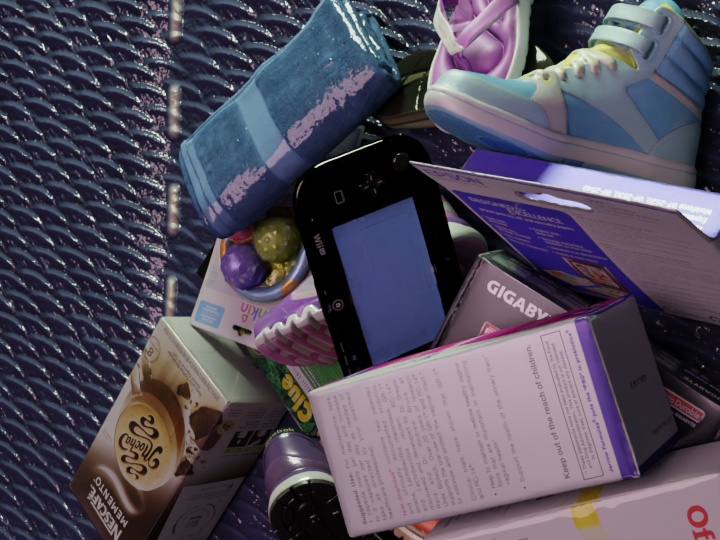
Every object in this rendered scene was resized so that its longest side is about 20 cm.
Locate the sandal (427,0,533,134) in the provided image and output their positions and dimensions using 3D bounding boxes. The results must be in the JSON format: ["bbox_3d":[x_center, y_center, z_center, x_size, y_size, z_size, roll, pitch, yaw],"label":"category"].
[{"bbox_3d":[0.082,-0.187,1.035,0.082,0.050,0.203,-10,55,43],"label":"sandal"}]

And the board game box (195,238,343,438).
[{"bbox_3d":[-0.063,0.033,1.223,0.105,0.023,0.200,-53,55,24],"label":"board game box"}]

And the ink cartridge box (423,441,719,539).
[{"bbox_3d":[0.161,0.202,0.914,0.200,0.083,0.146,-17,95,25],"label":"ink cartridge box"}]

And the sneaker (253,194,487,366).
[{"bbox_3d":[0.000,0.000,1.122,0.200,0.080,0.089,-32,57,17],"label":"sneaker"}]

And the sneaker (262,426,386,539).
[{"bbox_3d":[-0.015,0.196,1.101,0.076,0.200,0.088,-24,37,0],"label":"sneaker"}]

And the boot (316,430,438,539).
[{"bbox_3d":[0.054,0.137,1.081,0.200,0.075,0.107,44,111,36],"label":"boot"}]

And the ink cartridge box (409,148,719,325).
[{"bbox_3d":[0.161,-0.026,0.906,0.198,0.200,0.043,15,77,42],"label":"ink cartridge box"}]

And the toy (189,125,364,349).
[{"bbox_3d":[-0.079,-0.039,1.198,0.115,0.047,0.200,18,86,36],"label":"toy"}]

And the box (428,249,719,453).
[{"bbox_3d":[0.134,0.104,0.986,0.200,0.046,0.159,33,110,19],"label":"box"}]

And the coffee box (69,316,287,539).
[{"bbox_3d":[-0.160,0.152,1.267,0.113,0.080,0.200,47,118,33],"label":"coffee box"}]

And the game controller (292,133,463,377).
[{"bbox_3d":[0.019,0.006,1.027,0.042,0.104,0.200,25,136,59],"label":"game controller"}]

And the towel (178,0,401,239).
[{"bbox_3d":[-0.061,-0.121,1.154,0.200,0.049,0.112,-40,46,18],"label":"towel"}]

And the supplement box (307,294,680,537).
[{"bbox_3d":[0.084,0.093,0.926,0.200,0.101,0.104,-19,89,27],"label":"supplement box"}]

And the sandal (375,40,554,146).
[{"bbox_3d":[0.086,-0.127,1.076,0.080,0.057,0.201,-59,30,-9],"label":"sandal"}]

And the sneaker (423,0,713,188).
[{"bbox_3d":[0.141,-0.128,0.947,0.080,0.200,0.131,16,91,66],"label":"sneaker"}]
